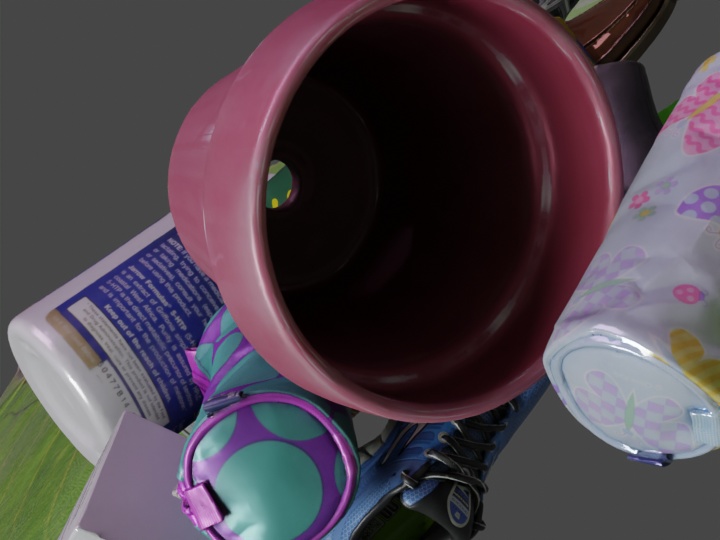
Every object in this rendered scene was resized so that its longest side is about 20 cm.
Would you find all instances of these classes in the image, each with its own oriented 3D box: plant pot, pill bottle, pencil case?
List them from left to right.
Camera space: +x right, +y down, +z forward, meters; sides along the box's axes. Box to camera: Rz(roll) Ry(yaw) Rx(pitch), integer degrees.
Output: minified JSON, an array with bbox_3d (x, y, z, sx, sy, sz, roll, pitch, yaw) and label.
[{"bbox_3d":[-0.112,0.027,0.886,0.200,0.120,0.120,-37,10,-23],"label":"pill bottle"},{"bbox_3d":[-0.051,0.073,0.730,0.092,0.086,0.200,-13,14,0],"label":"pencil case"},{"bbox_3d":[-0.003,-0.039,0.675,0.200,0.200,0.179,-52,28,-14],"label":"plant pot"},{"bbox_3d":[0.158,-0.012,0.622,0.090,0.083,0.201,2,48,40],"label":"pencil case"}]

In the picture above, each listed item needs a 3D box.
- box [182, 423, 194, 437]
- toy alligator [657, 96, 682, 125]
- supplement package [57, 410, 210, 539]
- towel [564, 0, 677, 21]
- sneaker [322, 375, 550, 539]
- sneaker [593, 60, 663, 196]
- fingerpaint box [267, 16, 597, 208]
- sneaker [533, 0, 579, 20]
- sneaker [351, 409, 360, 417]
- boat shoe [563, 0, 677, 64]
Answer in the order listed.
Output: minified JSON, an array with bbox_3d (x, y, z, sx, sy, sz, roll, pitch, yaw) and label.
[{"bbox_3d":[-0.096,0.053,1.216,0.200,0.060,0.117,-49,15,0],"label":"box"},{"bbox_3d":[0.165,-0.058,0.788,0.199,0.059,0.055,-27,69,38],"label":"toy alligator"},{"bbox_3d":[-0.129,0.200,0.758,0.201,0.113,0.110,-60,10,25],"label":"supplement package"},{"bbox_3d":[0.240,-0.248,1.033,0.200,0.031,0.150,-23,28,47],"label":"towel"},{"bbox_3d":[0.048,0.097,0.709,0.200,0.078,0.089,-54,26,5],"label":"sneaker"},{"bbox_3d":[0.091,-0.029,0.767,0.199,0.075,0.107,-26,60,27],"label":"sneaker"},{"bbox_3d":[0.053,-0.082,0.867,0.167,0.074,0.200,-40,-10,28],"label":"fingerpaint box"},{"bbox_3d":[0.156,-0.225,1.163,0.078,0.077,0.200,-37,18,41],"label":"sneaker"},{"bbox_3d":[-0.038,0.062,1.013,0.200,0.071,0.113,-32,26,53],"label":"sneaker"},{"bbox_3d":[0.128,-0.142,0.966,0.200,0.068,0.072,-41,15,23],"label":"boat shoe"}]
